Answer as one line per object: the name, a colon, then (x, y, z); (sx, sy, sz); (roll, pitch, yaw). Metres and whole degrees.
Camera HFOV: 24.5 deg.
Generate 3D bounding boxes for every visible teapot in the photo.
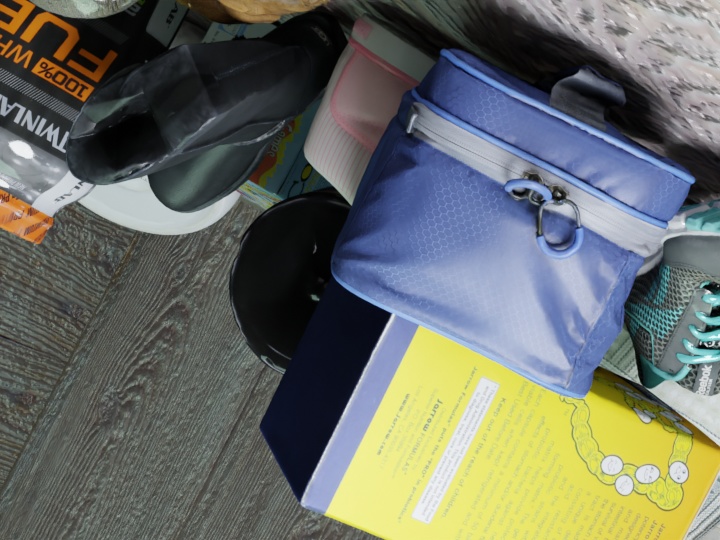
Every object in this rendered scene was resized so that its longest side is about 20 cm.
teapot: (-0.167, -0.138, 1.344); (0.196, 0.147, 0.200); (-9, 136, 35)

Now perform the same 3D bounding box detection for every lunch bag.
lunch bag: (0.072, -0.036, 0.776); (0.135, 0.133, 0.200); (26, -173, -2)

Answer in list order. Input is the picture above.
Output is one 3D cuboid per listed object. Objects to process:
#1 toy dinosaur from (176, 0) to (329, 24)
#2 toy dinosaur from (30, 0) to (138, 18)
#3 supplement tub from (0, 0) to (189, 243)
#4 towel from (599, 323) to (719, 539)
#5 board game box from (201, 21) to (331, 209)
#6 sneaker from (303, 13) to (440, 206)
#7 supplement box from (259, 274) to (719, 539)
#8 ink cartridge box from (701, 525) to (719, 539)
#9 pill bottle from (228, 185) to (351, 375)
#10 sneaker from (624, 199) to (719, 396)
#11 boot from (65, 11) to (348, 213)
toy dinosaur: (-0.071, -0.150, 0.892); (0.106, 0.061, 0.200); (28, 178, -20)
toy dinosaur: (-0.145, -0.169, 0.834); (0.199, 0.103, 0.077); (29, 178, 9)
supplement tub: (-0.179, -0.125, 0.950); (0.122, 0.202, 0.123); (27, 178, 1)
towel: (0.134, 0.100, 0.991); (0.199, 0.193, 0.035); (36, -142, -7)
board game box: (-0.051, -0.098, 1.195); (0.102, 0.106, 0.200); (28, 177, 16)
sneaker: (0.059, -0.047, 0.915); (0.199, 0.105, 0.075); (30, -172, -13)
supplement box: (0.065, 0.087, 0.851); (0.198, 0.110, 0.109); (25, -173, -20)
ink cartridge box: (0.259, 0.115, 1.134); (0.116, 0.201, 0.067); (28, 134, -9)
pill bottle: (0.000, 0.000, 1.038); (0.111, 0.113, 0.200); (27, -167, 11)
sneaker: (0.178, 0.016, 0.837); (0.077, 0.092, 0.200); (-6, 173, -5)
boot: (-0.100, -0.073, 0.918); (0.066, 0.165, 0.200); (47, -155, 0)
